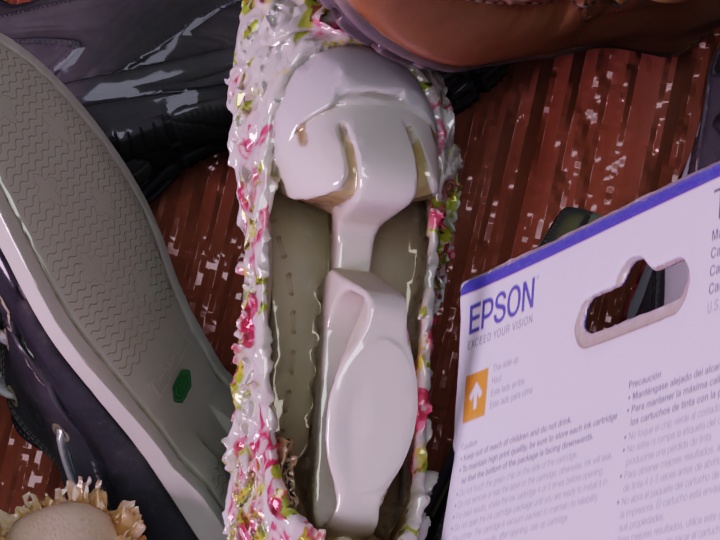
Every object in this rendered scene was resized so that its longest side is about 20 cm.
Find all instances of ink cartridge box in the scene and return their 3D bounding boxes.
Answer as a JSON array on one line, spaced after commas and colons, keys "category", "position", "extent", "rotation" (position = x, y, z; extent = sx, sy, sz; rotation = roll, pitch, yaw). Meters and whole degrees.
[{"category": "ink cartridge box", "position": [0.071, 0.081, 0.634], "extent": [0.040, 0.199, 0.201], "rotation": [16, 72, -21]}]

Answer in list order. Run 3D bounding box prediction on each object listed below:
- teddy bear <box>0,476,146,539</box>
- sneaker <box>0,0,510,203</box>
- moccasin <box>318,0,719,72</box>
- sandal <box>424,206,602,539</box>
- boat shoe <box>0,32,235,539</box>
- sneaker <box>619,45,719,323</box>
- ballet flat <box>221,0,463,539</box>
[{"category": "teddy bear", "position": [-0.065, 0.155, 0.731], "extent": [0.200, 0.067, 0.145], "rotation": [39, 67, 11]}, {"category": "sneaker", "position": [-0.041, -0.078, 0.833], "extent": [0.199, 0.076, 0.091], "rotation": [-13, 71, -1]}, {"category": "moccasin", "position": [0.055, -0.097, 0.756], "extent": [0.078, 0.201, 0.074], "rotation": [-42, 61, 35]}, {"category": "sandal", "position": [0.047, 0.079, 0.791], "extent": [0.057, 0.080, 0.202], "rotation": [23, 80, -5]}, {"category": "boat shoe", "position": [-0.085, 0.025, 0.784], "extent": [0.067, 0.072, 0.201], "rotation": [-19, 108, 29]}, {"category": "sneaker", "position": [0.123, -0.011, 0.792], "extent": [0.070, 0.098, 0.202], "rotation": [18, 81, 6]}, {"category": "ballet flat", "position": [0.000, 0.000, 0.743], "extent": [0.075, 0.064, 0.201], "rotation": [1, 82, -18]}]
